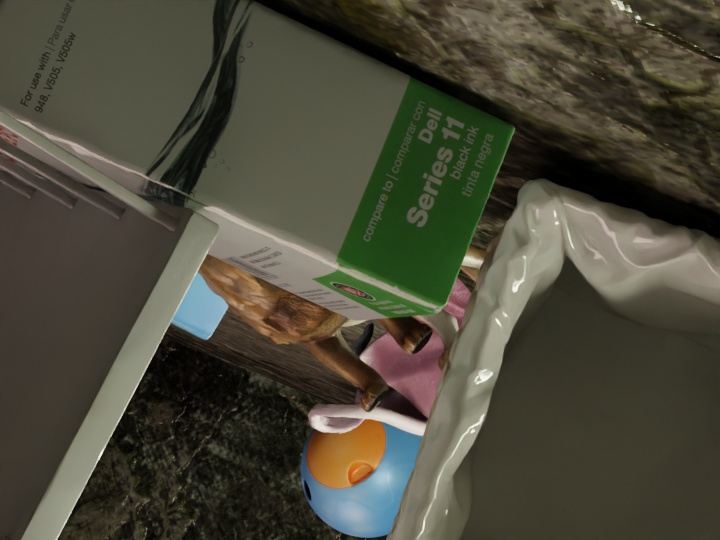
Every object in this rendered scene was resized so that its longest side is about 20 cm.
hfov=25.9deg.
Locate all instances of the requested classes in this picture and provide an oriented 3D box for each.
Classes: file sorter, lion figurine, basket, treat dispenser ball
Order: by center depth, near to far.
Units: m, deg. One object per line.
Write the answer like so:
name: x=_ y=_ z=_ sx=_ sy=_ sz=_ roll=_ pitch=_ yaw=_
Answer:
file sorter: x=-0.176 y=0.006 z=0.591 sx=0.124 sy=0.139 sz=0.200 roll=32 pitch=169 yaw=-33
basket: x=0.124 y=0.089 z=0.681 sx=0.199 sy=0.199 sz=0.161 roll=19 pitch=177 yaw=1
lion figurine: x=0.000 y=0.000 z=0.799 sx=0.122 sy=0.073 sz=0.200 roll=42 pitch=-158 yaw=18
treat dispenser ball: x=0.011 y=0.294 z=2.320 sx=0.200 sy=0.202 sz=0.201 roll=22 pitch=172 yaw=3

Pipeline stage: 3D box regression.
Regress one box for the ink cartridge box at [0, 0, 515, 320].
ink cartridge box: x=-0.059 y=-0.056 z=0.636 sx=0.199 sy=0.083 sz=0.147 roll=24 pitch=173 yaw=-12

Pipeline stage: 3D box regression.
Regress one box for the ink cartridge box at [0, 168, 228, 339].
ink cartridge box: x=-0.161 y=-0.060 z=0.798 sx=0.200 sy=0.084 sz=0.145 roll=29 pitch=-176 yaw=-38

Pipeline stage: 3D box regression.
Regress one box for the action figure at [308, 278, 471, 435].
action figure: x=0.089 y=0.087 z=0.988 sx=0.200 sy=0.149 sz=0.134 roll=37 pitch=166 yaw=1
